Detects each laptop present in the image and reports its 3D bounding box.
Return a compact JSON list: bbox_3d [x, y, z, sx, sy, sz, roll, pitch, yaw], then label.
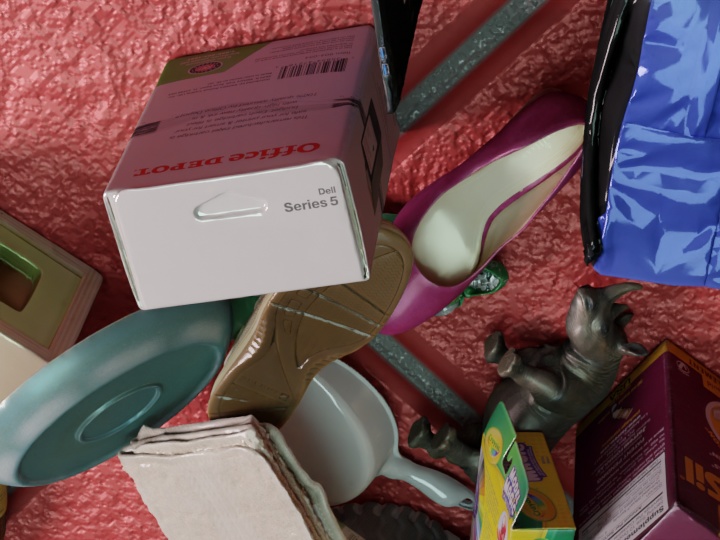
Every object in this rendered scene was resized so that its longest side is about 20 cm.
[{"bbox_3d":[-0.031,-0.212,1.199,0.102,0.178,0.201,-4,118,10],"label":"laptop"}]

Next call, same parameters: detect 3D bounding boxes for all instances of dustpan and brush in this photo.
[{"bbox_3d":[-0.005,0.130,1.461,0.199,0.057,0.140,32,126,-3],"label":"dustpan and brush"}]

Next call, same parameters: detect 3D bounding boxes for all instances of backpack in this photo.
[{"bbox_3d":[0.212,-0.109,1.178,0.166,0.163,0.201,5,111,1],"label":"backpack"}]

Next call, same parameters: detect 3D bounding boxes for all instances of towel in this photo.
[{"bbox_3d":[-0.070,0.184,1.388,0.132,0.035,0.201,-8,118,37],"label":"towel"}]

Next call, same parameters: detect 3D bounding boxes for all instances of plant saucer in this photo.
[{"bbox_3d":[-0.162,0.084,1.345,0.200,0.200,0.027,-43,72,25],"label":"plant saucer"}]

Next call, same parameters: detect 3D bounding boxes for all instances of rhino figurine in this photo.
[{"bbox_3d":[0.125,0.076,1.405,0.087,0.060,0.200,29,117,-24],"label":"rhino figurine"}]

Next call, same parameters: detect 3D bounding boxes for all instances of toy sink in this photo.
[{"bbox_3d":[-0.290,0.014,1.383,0.199,0.131,0.112,33,117,-10],"label":"toy sink"}]

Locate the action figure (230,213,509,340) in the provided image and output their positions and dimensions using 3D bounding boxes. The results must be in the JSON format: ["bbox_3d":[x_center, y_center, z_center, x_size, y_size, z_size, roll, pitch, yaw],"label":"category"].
[{"bbox_3d":[0.000,0.000,1.384,0.198,0.055,0.119,0,120,4],"label":"action figure"}]

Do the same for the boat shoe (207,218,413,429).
[{"bbox_3d":[-0.034,0.027,1.333,0.072,0.065,0.200,27,126,-16],"label":"boat shoe"}]

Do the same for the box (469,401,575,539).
[{"bbox_3d":[0.102,0.198,1.371,0.048,0.118,0.201,0,118,-7],"label":"box"}]

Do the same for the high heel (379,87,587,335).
[{"bbox_3d":[0.076,-0.031,1.301,0.200,0.096,0.067,-44,102,6],"label":"high heel"}]

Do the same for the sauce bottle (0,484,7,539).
[{"bbox_3d":[-0.288,0.166,1.501,0.065,0.066,0.201,6,117,3],"label":"sauce bottle"}]

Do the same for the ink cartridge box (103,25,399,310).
[{"bbox_3d":[-0.061,-0.066,1.269,0.144,0.200,0.085,-8,118,11],"label":"ink cartridge box"}]

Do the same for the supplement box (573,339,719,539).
[{"bbox_3d":[0.218,0.160,1.360,0.131,0.200,0.103,36,117,-14],"label":"supplement box"}]

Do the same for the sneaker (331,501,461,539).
[{"bbox_3d":[0.052,0.233,1.490,0.199,0.075,0.082,22,118,-5],"label":"sneaker"}]

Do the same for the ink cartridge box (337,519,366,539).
[{"bbox_3d":[-0.059,0.245,1.480,0.145,0.048,0.201,34,131,11],"label":"ink cartridge box"}]
